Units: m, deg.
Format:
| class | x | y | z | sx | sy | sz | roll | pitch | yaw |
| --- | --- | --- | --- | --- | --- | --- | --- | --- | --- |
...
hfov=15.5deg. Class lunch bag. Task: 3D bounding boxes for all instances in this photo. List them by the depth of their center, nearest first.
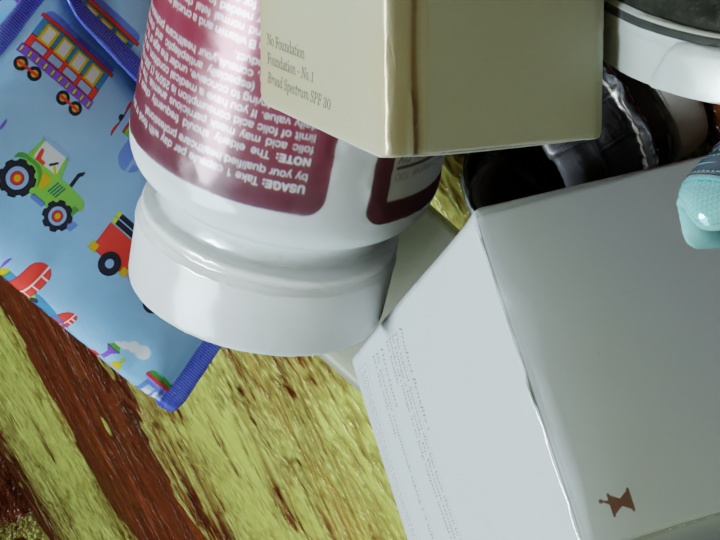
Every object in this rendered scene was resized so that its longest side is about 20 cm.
| class | x | y | z | sx | sy | sz | roll | pitch | yaw |
| --- | --- | --- | --- | --- | --- | --- | --- | --- | --- |
| lunch bag | -0.076 | -0.074 | 1.032 | 0.151 | 0.200 | 0.094 | 42 | 175 | -24 |

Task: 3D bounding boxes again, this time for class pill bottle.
| class | x | y | z | sx | sy | sz | roll | pitch | yaw |
| --- | --- | --- | --- | --- | --- | --- | --- | --- | --- |
| pill bottle | -0.019 | -0.079 | 0.927 | 0.114 | 0.114 | 0.200 | 42 | 129 | 44 |

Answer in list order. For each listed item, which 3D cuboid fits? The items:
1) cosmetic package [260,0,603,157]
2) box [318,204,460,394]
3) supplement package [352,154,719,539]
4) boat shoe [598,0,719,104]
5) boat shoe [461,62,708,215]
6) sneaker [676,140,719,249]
| class | x | y | z | sx | sy | sz | roll | pitch | yaw |
| --- | --- | --- | --- | --- | --- | --- | --- | --- | --- |
| cosmetic package | 0.019 | -0.140 | 0.761 | 0.104 | 0.073 | 0.200 | -153 | 59 | -64 |
| box | 0.000 | 0.000 | 1.128 | 0.200 | 0.082 | 0.068 | 43 | 175 | -3 |
| supplement package | 0.085 | 0.046 | 0.928 | 0.200 | 0.117 | 0.117 | 129 | 125 | -71 |
| boat shoe | 0.093 | -0.096 | 0.768 | 0.200 | 0.071 | 0.064 | 33 | 128 | 52 |
| boat shoe | 0.068 | -0.037 | 0.985 | 0.074 | 0.060 | 0.200 | 58 | 165 | -2 |
| sneaker | 0.166 | 0.035 | 0.772 | 0.200 | 0.086 | 0.078 | 55 | 166 | 11 |
